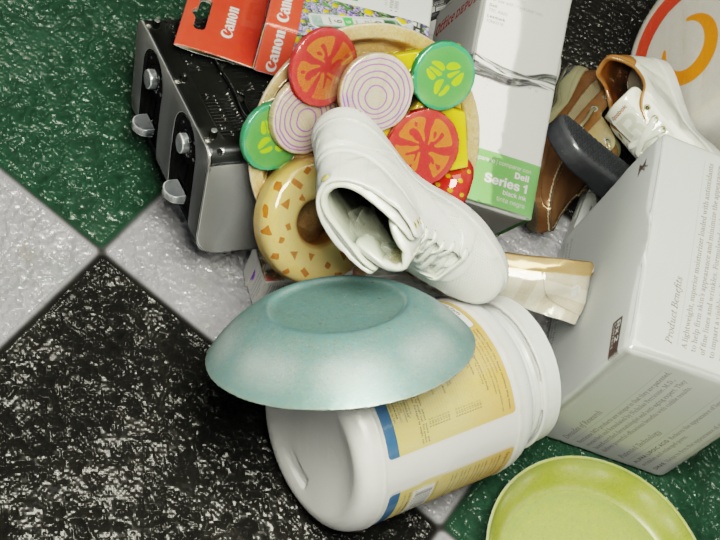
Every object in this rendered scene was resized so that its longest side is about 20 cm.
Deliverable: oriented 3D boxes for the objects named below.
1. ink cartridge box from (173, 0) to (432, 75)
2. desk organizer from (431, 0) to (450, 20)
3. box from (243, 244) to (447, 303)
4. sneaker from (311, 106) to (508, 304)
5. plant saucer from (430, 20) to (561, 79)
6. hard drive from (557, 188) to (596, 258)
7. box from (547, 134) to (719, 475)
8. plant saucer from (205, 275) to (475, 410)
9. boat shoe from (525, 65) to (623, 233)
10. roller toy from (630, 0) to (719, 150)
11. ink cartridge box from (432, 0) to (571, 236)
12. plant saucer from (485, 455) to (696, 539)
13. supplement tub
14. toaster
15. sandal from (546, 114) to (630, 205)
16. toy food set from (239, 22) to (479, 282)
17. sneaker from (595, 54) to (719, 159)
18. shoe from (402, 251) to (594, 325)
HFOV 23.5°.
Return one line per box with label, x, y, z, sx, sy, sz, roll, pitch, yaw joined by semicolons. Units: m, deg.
ink cartridge box;-0.043;-0.203;1.410;0.198;0.051;0.110;15;41;-6
desk organizer;-0.021;-0.248;1.556;0.198;0.072;0.077;-21;62;-7
box;0.000;0.000;1.463;0.198;0.042;0.039;-3;59;-24
sneaker;0.035;-0.019;1.272;0.200;0.074;0.116;41;26;-24
plant saucer;0.091;-0.213;1.639;0.198;0.050;0.202;11;55;-17
hard drive;0.286;-0.007;1.600;0.199;0.026;0.132;28;52;-3
box;0.249;0.033;1.431;0.130;0.200;0.201;20;62;-10
plant saucer;-0.016;0.041;1.261;0.199;0.039;0.201;-4;21;1
boat shoe;0.202;-0.116;1.591;0.073;0.076;0.201;10;50;18
roller toy;0.358;-0.185;1.641;0.139;0.183;0.201;22;25;-31
ink cartridge box;0.104;-0.137;1.489;0.084;0.146;0.202;15;78;-14
plant saucer;0.186;0.245;1.384;0.198;0.031;0.202;11;54;-16
supplement tub;0.042;0.105;1.343;0.199;0.145;0.145;-17;66;-32
toaster;-0.081;-0.122;1.437;0.198;0.119;0.182;-7;48;-27
sandal;0.220;-0.070;1.534;0.200;0.043;0.076;37;25;-35
toy food set;0.003;-0.095;1.333;0.198;0.200;0.049;-12;22;-17
sneaker;0.261;-0.111;1.547;0.084;0.073;0.201;8;47;-36
shoe;0.090;0.004;1.420;0.198;0.070;0.054;9;96;6
